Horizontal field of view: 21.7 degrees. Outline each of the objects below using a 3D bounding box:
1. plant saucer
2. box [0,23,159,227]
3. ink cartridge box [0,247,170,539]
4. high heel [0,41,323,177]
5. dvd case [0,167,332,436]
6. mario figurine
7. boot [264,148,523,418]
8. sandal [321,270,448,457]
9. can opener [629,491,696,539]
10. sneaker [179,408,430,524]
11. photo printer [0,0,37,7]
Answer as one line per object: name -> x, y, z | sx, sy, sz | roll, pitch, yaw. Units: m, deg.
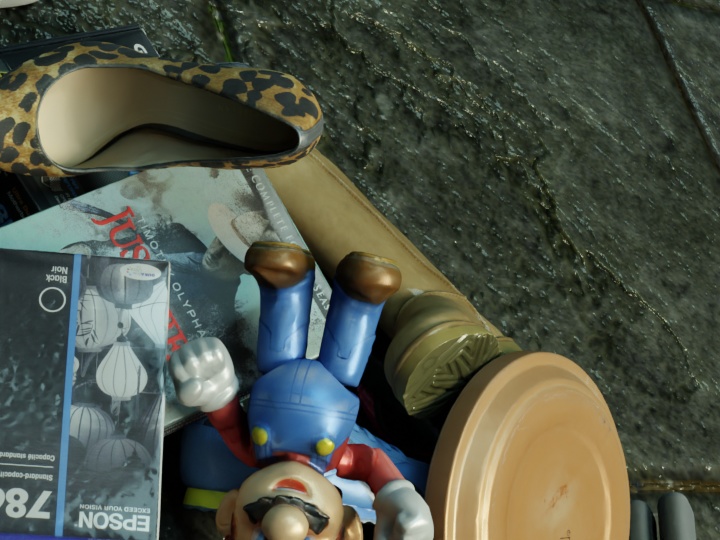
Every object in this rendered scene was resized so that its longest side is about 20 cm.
plant saucer -> 0.107, 0.149, 1.112 | 0.199, 0.032, 0.203 | 0, 90, -51
box -> -0.148, -0.048, 1.127 | 0.158, 0.046, 0.201 | -18, 70, -47
ink cartridge box -> -0.149, 0.087, 0.958 | 0.098, 0.039, 0.202 | 4, 64, -11
high heel -> -0.124, -0.079, 1.015 | 0.198, 0.072, 0.142 | -11, 20, -19
dvd case -> -0.120, 0.019, 1.030 | 0.199, 0.022, 0.147 | -22, 71, -23
mario figurine -> -0.029, 0.088, 0.963 | 0.106, 0.123, 0.202 | 11, 83, -49
boot -> 0.000, 0.000, 1.142 | 0.200, 0.066, 0.175 | 46, 6, 19
sandal -> 0.027, 0.078, 1.185 | 0.200, 0.045, 0.075 | 41, 30, 18
can opener -> 0.199, 0.240, 1.197 | 0.201, 0.053, 0.067 | -86, 153, -44
sneaker -> -0.012, 0.106, 1.080 | 0.199, 0.066, 0.079 | 10, 81, -34
photo printer -> -0.217, -0.239, 1.112 | 0.166, 0.200, 0.070 | -13, 65, -47
